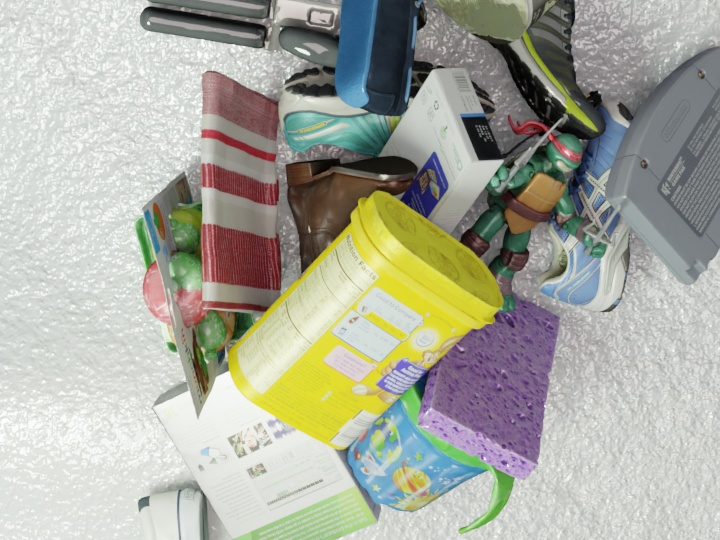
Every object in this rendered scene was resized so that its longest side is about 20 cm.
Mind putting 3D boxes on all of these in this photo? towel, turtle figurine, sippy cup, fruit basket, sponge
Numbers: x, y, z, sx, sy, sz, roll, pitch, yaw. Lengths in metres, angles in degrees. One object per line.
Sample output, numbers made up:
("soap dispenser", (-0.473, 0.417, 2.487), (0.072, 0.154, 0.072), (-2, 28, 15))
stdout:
("towel", (-0.103, -0.064, 1.223), (0.023, 0.144, 0.201), (-2, 86, 19))
("turtle figurine", (0.154, -0.054, 1.249), (0.149, 0.101, 0.200), (24, 120, -21))
("sippy cup", (0.060, 0.154, 1.301), (0.139, 0.178, 0.130), (25, 126, -24))
("fruit basket", (-0.145, 0.014, 1.228), (0.093, 0.200, 0.186), (-13, 101, 0))
("sponge", (0.120, 0.090, 1.271), (0.111, 0.200, 0.030), (29, 129, -9))

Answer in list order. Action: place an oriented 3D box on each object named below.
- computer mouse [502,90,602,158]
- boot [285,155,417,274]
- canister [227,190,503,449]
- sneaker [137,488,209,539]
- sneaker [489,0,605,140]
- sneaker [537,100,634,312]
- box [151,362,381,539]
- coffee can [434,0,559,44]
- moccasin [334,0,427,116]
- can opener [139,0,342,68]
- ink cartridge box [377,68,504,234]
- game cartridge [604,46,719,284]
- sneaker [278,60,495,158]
("computer mouse", (0.132, -0.120, 1.295), (0.200, 0.059, 0.034), (-30, 94, 1))
("boot", (0.000, 0.000, 1.254), (0.064, 0.186, 0.201), (-11, 99, -30))
("canister", (0.000, 0.048, 1.189), (0.148, 0.087, 0.200), (33, 114, -28))
("sneaker", (-0.183, 0.310, 1.357), (0.071, 0.073, 0.201), (-1, 92, 5))
("sneaker", (0.168, -0.209, 1.252), (0.081, 0.074, 0.200), (-31, 82, -5))
("sneaker", (0.216, -0.060, 1.302), (0.077, 0.076, 0.201), (5, 100, -10))
("box", (-0.089, 0.180, 1.333), (0.144, 0.036, 0.200), (-25, 101, 17))
("coffee can", (0.153, -0.310, 1.181), (0.200, 0.146, 0.146), (-42, 102, -17))
("moccasin", (0.023, -0.227, 1.240), (0.068, 0.080, 0.201), (23, 71, -31))
("can opener", (-0.099, -0.225, 1.254), (0.199, 0.066, 0.053), (10, 107, -4))
("ink cartridge box", (0.055, -0.079, 1.234), (0.039, 0.200, 0.100), (-6, 63, -29))
("game cartridge", (0.304, -0.103, 1.271), (0.133, 0.040, 0.200), (47, 63, -21))
("sneaker", (0.024, -0.145, 1.284), (0.199, 0.078, 0.080), (-1, 127, -5))
